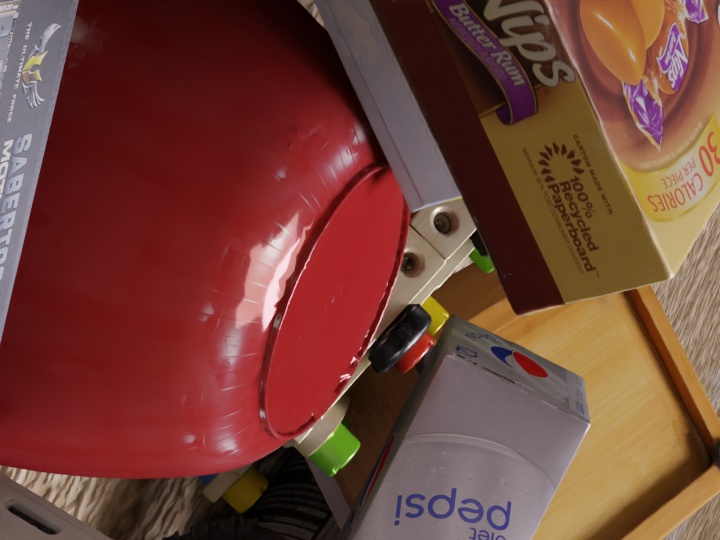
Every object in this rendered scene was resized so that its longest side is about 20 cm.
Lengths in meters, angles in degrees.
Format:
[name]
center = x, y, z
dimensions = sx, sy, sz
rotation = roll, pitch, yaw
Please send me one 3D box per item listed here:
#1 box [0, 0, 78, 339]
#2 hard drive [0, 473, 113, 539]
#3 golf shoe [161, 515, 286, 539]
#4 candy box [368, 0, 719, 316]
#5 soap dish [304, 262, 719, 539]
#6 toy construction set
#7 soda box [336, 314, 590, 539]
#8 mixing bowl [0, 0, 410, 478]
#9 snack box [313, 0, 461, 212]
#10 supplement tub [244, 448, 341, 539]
[box]
center = -0.146, 0.006, 0.612
dimensions = 0.158, 0.051, 0.201
rotation = -27, 136, -63
[hard drive]
center = -0.108, 0.163, 0.745
dimensions = 0.026, 0.131, 0.201
rotation = -25, 130, -45
[golf shoe]
center = -0.094, 0.186, 0.952
dimensions = 0.200, 0.078, 0.095
rotation = -49, 162, -11
[candy box]
center = 0.079, -0.089, 0.702
dimensions = 0.200, 0.056, 0.117
rotation = -49, 119, -50
[soap dish]
center = 0.074, 0.074, 1.043
dimensions = 0.081, 0.158, 0.200
rotation = -25, -177, 44
[toy construction set]
center = 0.000, 0.000, 0.928
dimensions = 0.201, 0.092, 0.131
rotation = -62, -172, -17
[soda box]
center = 0.019, 0.123, 0.931
dimensions = 0.201, 0.063, 0.068
rotation = -64, -178, 12
[mixing bowl]
center = -0.053, -0.010, 0.771
dimensions = 0.200, 0.108, 0.201
rotation = -54, 157, -35
[snack box]
center = 0.041, -0.141, 0.781
dimensions = 0.169, 0.067, 0.200
rotation = 64, 33, -20
[supplement tub]
center = -0.020, 0.156, 1.065
dimensions = 0.200, 0.106, 0.107
rotation = -53, 158, -36
